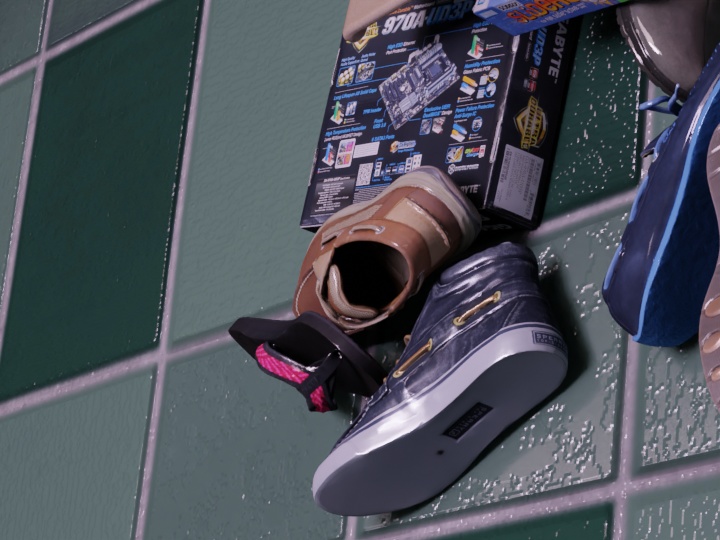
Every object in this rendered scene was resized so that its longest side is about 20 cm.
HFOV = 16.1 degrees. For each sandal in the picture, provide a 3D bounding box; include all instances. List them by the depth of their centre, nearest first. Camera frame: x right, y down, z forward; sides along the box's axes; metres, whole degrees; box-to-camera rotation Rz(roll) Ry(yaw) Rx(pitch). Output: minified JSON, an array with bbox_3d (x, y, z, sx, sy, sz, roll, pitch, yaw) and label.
[{"bbox_3d":[-0.039,0.065,1.645,0.045,0.075,0.200,-49,18,-17],"label":"sandal"}]

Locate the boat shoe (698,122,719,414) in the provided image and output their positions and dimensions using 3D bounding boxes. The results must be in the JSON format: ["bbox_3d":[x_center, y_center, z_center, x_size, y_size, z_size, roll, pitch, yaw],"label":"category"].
[{"bbox_3d":[0.227,0.003,1.324,0.074,0.073,0.200,-21,52,44],"label":"boat shoe"}]

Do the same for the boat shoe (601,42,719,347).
[{"bbox_3d":[0.180,-0.059,1.411,0.069,0.084,0.200,37,102,54],"label":"boat shoe"}]

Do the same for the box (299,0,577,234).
[{"bbox_3d":[0.048,-0.101,1.645,0.200,0.046,0.159,-6,69,53],"label":"box"}]

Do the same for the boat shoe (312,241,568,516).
[{"bbox_3d":[0.045,0.069,1.550,0.200,0.071,0.091,-38,42,30],"label":"boat shoe"}]

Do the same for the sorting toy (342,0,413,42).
[{"bbox_3d":[0.061,-0.247,1.562,0.200,0.036,0.185,-30,43,56],"label":"sorting toy"}]

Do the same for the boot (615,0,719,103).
[{"bbox_3d":[0.211,-0.204,1.453,0.131,0.068,0.200,-31,48,46],"label":"boot"}]

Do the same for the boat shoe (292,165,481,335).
[{"bbox_3d":[0.000,0.000,1.596,0.072,0.076,0.200,-47,1,-33],"label":"boat shoe"}]

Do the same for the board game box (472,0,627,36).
[{"bbox_3d":[0.144,-0.244,1.503,0.135,0.034,0.200,-11,56,61],"label":"board game box"}]
